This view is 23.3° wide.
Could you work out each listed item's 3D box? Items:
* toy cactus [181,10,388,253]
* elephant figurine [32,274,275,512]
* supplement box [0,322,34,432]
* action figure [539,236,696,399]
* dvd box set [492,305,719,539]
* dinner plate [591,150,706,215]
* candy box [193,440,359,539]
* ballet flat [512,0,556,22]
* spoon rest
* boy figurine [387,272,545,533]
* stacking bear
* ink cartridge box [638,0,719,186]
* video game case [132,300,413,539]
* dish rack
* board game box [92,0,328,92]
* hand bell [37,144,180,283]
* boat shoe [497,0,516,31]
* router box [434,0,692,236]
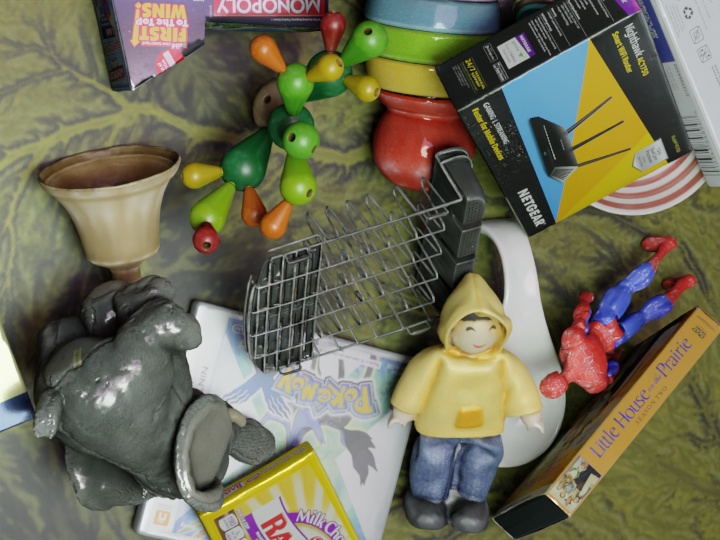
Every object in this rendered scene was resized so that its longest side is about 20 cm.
[{"bbox_3d":[-0.063,-0.111,1.268,0.102,0.165,0.201,29,101,-15],"label":"toy cactus"},{"bbox_3d":[-0.138,0.115,1.228,0.155,0.141,0.201,-33,118,-13],"label":"elephant figurine"},{"bbox_3d":[-0.355,0.036,1.180,0.199,0.134,0.201,-23,102,-18],"label":"supplement box"},{"bbox_3d":[0.201,0.045,1.407,0.200,0.052,0.066,-41,112,-43],"label":"action figure"},{"bbox_3d":[0.193,0.123,1.381,0.029,0.146,0.200,42,71,2],"label":"dvd box set"},{"bbox_3d":[0.224,-0.147,1.450,0.199,0.024,0.201,-2,95,-20],"label":"dinner plate"},{"bbox_3d":[-0.042,0.239,1.353,0.102,0.026,0.201,-30,113,-11],"label":"candy box"},{"bbox_3d":[0.174,-0.183,1.349,0.200,0.071,0.071,38,79,-52],"label":"ballet flat"},{"bbox_3d":[0.118,0.060,1.404,0.099,0.061,0.201,-5,95,-20],"label":"spoon rest"},{"bbox_3d":[0.086,0.101,1.350,0.124,0.064,0.201,8,112,-5],"label":"boy figurine"},{"bbox_3d":[0.055,-0.160,1.341,0.113,0.121,0.201,-7,108,-41],"label":"stacking bear"},{"bbox_3d":[0.334,-0.201,1.458,0.199,0.043,0.197,-30,103,-23],"label":"ink cartridge box"},{"bbox_3d":[-0.060,0.135,1.361,0.199,0.022,0.183,16,88,-22],"label":"video game case"},{"bbox_3d":[0.000,0.000,1.308,0.199,0.055,0.154,-18,142,-20],"label":"dish rack"},{"bbox_3d":[-0.125,-0.231,1.290,0.199,0.062,0.201,1,95,-21],"label":"board game box"},{"bbox_3d":[-0.170,0.018,1.291,0.104,0.104,0.201,-15,112,-19],"label":"hand bell"},{"bbox_3d":[0.139,-0.276,1.389,0.073,0.063,0.202,18,88,-24],"label":"boat shoe"},{"bbox_3d":[0.156,-0.120,1.307,0.149,0.051,0.200,-29,148,7],"label":"router box"}]
